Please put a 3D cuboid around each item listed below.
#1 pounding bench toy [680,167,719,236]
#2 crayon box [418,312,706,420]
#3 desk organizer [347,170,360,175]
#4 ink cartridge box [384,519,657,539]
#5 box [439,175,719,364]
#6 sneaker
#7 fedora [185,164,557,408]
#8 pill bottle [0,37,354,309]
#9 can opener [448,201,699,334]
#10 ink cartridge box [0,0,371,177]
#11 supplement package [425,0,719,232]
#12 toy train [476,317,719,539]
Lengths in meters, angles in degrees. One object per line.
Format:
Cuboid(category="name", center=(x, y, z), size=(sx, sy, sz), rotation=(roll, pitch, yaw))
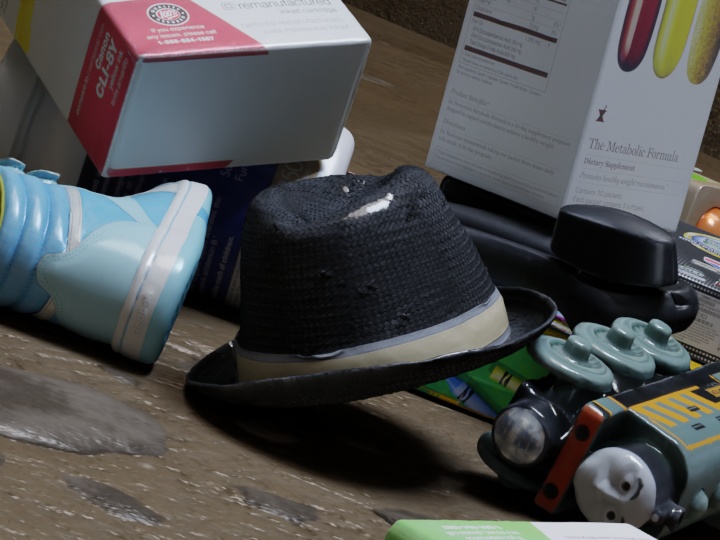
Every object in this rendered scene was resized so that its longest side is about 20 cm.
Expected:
Cuboid(category="pounding bench toy", center=(0.173, -0.020, 2.023), size=(0.156, 0.125, 0.200), rotation=(26, 11, 33))
Cuboid(category="crayon box", center=(0.098, 0.051, 1.644), size=(0.199, 0.059, 0.119), rotation=(21, 9, 8))
Cuboid(category="desk organizer", center=(0.073, 0.009, 1.810), size=(0.199, 0.072, 0.077), rotation=(18, 11, -11))
Cuboid(category="ink cartridge box", center=(0.111, 0.157, 0.956), size=(0.200, 0.084, 0.145), rotation=(26, 11, 38))
Cuboid(category="box", center=(0.149, -0.008, 1.741), size=(0.199, 0.044, 0.160), rotation=(23, 14, 12))
Cuboid(category="sneaker", center=(-0.147, -0.021, 1.493), size=(0.130, 0.080, 0.200), rotation=(20, 8, -5))
Cuboid(category="fedora", center=(0.000, 0.000, 1.421), size=(0.200, 0.092, 0.201), rotation=(-9, 10, 2))
Cuboid(category="pill bottle", center=(-0.112, -0.055, 1.649), size=(0.199, 0.116, 0.116), rotation=(19, 9, -1))
Cuboid(category="can opener", center=(0.100, -0.006, 1.614), size=(0.063, 0.079, 0.199), rotation=(-3, 14, -45))
Cuboid(category="ink cartridge box", center=(-0.108, -0.147, 1.600), size=(0.145, 0.084, 0.200), rotation=(-7, 44, -31))
Cuboid(category="supplement package", center=(0.133, -0.135, 1.674), size=(0.109, 0.201, 0.113), rotation=(23, 13, 41))
Cuboid(category="toy train", center=(0.140, 0.082, 1.472), size=(0.114, 0.085, 0.200), rotation=(33, 18, 22))
